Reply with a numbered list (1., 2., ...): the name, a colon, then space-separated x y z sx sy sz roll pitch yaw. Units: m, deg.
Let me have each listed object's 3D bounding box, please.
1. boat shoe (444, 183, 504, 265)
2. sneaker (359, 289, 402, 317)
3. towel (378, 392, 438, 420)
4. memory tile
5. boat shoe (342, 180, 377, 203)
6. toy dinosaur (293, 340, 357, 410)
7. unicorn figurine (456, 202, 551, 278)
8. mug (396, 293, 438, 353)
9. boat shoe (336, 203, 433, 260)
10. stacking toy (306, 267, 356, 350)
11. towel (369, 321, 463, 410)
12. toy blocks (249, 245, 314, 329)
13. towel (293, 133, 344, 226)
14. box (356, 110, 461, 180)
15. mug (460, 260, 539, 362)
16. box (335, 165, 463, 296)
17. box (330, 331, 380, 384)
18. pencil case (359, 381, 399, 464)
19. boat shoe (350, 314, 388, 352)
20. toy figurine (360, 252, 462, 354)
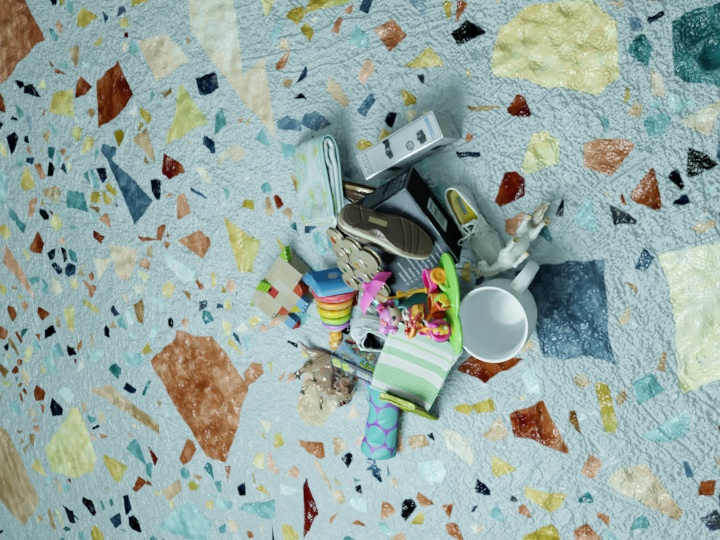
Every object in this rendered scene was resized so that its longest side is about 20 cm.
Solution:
1. boat shoe: 0.234 -0.089 1.433 0.074 0.086 0.204 -28 84 28
2. sneaker: 0.058 0.076 1.573 0.079 0.077 0.202 -32 90 14
3. towel: 0.108 0.304 1.506 0.085 0.200 0.018 17 78 26
4. memory tile: 0.000 0.000 1.435 0.152 0.017 0.201 31 155 32
5. boat shoe: 0.019 -0.156 1.547 0.197 0.070 0.071 17 106 25
6. toy dinosaur: -0.080 0.251 1.663 0.134 0.086 0.202 -30 67 18
7. unicorn figurine: 0.303 -0.046 1.365 0.199 0.138 0.074 -33 81 -16
8. mug: 0.150 0.127 1.490 0.152 0.114 0.186 45 149 22
9. boat shoe: 0.046 -0.074 1.366 0.200 0.075 0.076 25 70 -10
10. stacking toy: -0.060 0.102 1.622 0.116 0.108 0.203 -130 34 -59
11. towel: 0.111 0.199 1.420 0.151 0.024 0.202 21 128 1
12. toy blocks: -0.175 0.056 1.683 0.136 0.100 0.201 38 115 5
13. towel: -0.100 -0.202 1.576 0.170 0.048 0.204 3 100 59
14. box: 0.102 -0.263 1.461 0.198 0.116 0.061 -26 86 30
15. mug: 0.295 0.068 1.372 0.147 0.175 0.202 35 112 16
16. box: 0.083 -0.075 1.458 0.195 0.124 0.201 -30 110 27
17. box: 0.043 0.210 1.568 0.198 0.110 0.035 21 134 23
18. pencil case: 0.046 0.342 1.602 0.091 0.085 0.204 7 101 12
19. boat shoe: 0.027 0.148 1.510 0.199 0.068 0.073 6 122 54
20. toy figurine: 0.091 0.071 1.328 0.181 0.151 0.203 -5 67 -7
